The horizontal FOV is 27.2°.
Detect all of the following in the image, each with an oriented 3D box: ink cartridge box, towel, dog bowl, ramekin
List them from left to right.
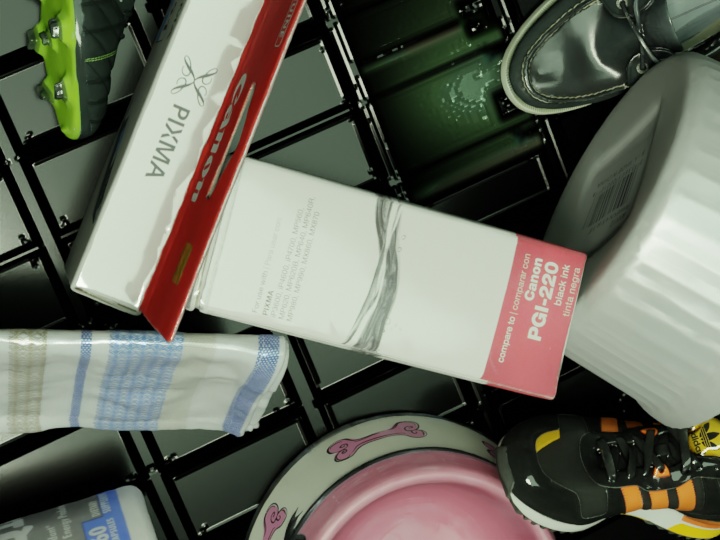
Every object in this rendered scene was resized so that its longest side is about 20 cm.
[{"bbox_3d":[-0.142,0.061,0.786,0.199,0.147,0.024,2,70,-13],"label":"towel"},{"bbox_3d":[-0.091,-0.075,0.761,0.044,0.176,0.201,22,91,-16],"label":"ink cartridge box"},{"bbox_3d":[0.000,0.000,0.810,0.199,0.146,0.085,13,91,-17],"label":"ink cartridge box"},{"bbox_3d":[0.032,0.189,0.880,0.199,0.074,0.202,-2,97,-15],"label":"dog bowl"},{"bbox_3d":[0.177,-0.023,0.832,0.097,0.200,0.201,27,90,-9],"label":"ramekin"}]

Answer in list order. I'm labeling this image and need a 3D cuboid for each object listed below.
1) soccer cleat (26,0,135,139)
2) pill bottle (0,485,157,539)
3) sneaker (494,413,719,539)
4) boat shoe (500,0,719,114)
[{"bbox_3d":[-0.135,-0.171,0.798,0.081,0.067,0.201,-2,97,-27],"label":"soccer cleat"},{"bbox_3d":[-0.200,0.197,0.798,0.199,0.114,0.115,-16,101,-13],"label":"pill bottle"},{"bbox_3d":[0.171,0.108,0.873,0.199,0.090,0.070,12,52,-34],"label":"sneaker"},{"bbox_3d":[0.179,-0.149,0.880,0.198,0.066,0.075,-21,102,-11],"label":"boat shoe"}]
